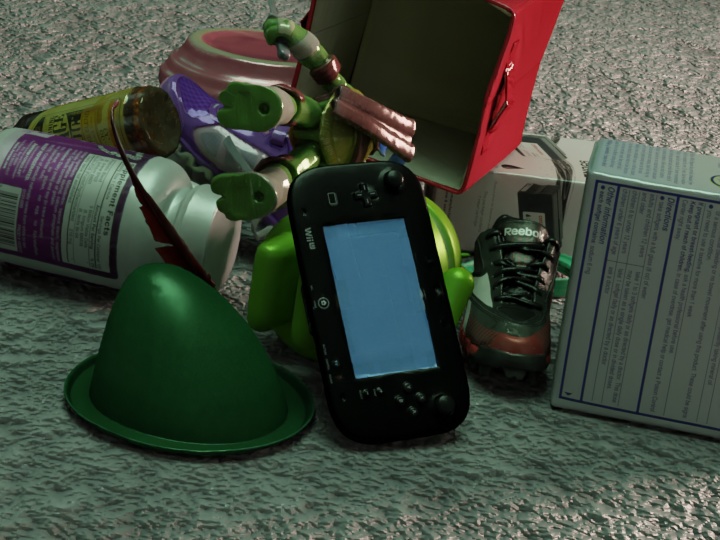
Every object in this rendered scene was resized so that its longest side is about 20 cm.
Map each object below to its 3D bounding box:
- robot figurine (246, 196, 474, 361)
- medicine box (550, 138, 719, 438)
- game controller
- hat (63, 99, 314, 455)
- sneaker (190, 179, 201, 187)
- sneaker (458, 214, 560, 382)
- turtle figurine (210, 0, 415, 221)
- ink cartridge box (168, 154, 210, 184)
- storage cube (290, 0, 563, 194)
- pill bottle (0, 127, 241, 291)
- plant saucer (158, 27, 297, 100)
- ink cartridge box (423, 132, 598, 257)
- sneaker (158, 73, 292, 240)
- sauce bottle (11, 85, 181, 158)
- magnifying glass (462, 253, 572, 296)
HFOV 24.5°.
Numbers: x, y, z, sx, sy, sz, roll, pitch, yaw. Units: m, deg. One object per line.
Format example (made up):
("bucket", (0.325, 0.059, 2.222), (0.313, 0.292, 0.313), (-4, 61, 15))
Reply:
("robot figurine", (0.000, 0.000, 1.265), (0.175, 0.116, 0.200), (19, 23, 30))
("medicine box", (0.252, 0.017, 1.210), (0.199, 0.183, 0.103), (10, 21, 8))
("game controller", (0.011, 0.021, 1.152), (0.104, 0.201, 0.042), (-4, -18, -30))
("hat", (-0.120, 0.006, 1.119), (0.199, 0.177, 0.166), (13, 21, 16))
("sneaker", (-0.177, -0.073, 1.427), (0.199, 0.072, 0.083), (16, 39, 33))
("sneaker", (0.118, 0.015, 1.293), (0.070, 0.098, 0.201), (10, 22, 0))
("turtle figurine", (-0.072, -0.113, 1.273), (0.200, 0.144, 0.194), (42, 24, 7))
("ink cartridge box", (-0.144, -0.118, 1.575), (0.146, 0.085, 0.199), (22, 24, 34))
("storage cube", (0.059, -0.195, 1.457), (0.199, 0.172, 0.180), (22, 25, 15))
("pill bottle", (-0.200, -0.042, 1.315), (0.199, 0.113, 0.112), (13, 21, 13))
("plant saucer", (-0.093, -0.193, 1.599), (0.199, 0.051, 0.201), (7, 20, -3))
("ink cartridge box", (0.162, -0.071, 1.554), (0.199, 0.085, 0.145), (7, 21, -2))
("sneaker", (-0.088, -0.101, 1.417), (0.200, 0.088, 0.080), (46, 30, 1))
("sauce bottle", (-0.247, -0.107, 1.399), (0.199, 0.066, 0.066), (-12, 10, 28))
("magnifying glass", (0.106, 0.003, 1.430), (0.199, 0.023, 0.080), (-5, 24, -28))
